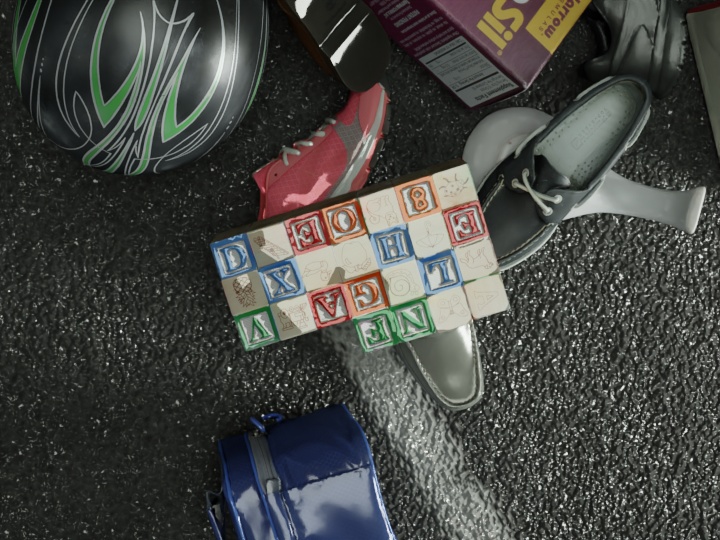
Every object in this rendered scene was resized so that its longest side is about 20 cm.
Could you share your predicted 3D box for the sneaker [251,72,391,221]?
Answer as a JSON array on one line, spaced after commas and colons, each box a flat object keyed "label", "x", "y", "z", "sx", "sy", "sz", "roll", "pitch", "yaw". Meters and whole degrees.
[{"label": "sneaker", "x": -0.039, "y": -0.079, "z": 0.919, "sx": 0.087, "sy": 0.074, "sz": 0.200, "roll": 23, "pitch": 91, "yaw": -9}]

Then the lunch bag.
[{"label": "lunch bag", "x": -0.046, "y": 0.205, "z": 0.910, "sx": 0.132, "sy": 0.136, "sz": 0.200, "roll": -18, "pitch": 97, "yaw": -7}]

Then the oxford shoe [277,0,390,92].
[{"label": "oxford shoe", "x": -0.044, "y": -0.214, "z": 0.839, "sx": 0.071, "sy": 0.071, "sz": 0.200, "roll": -44, "pitch": 142, "yaw": -16}]

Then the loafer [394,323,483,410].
[{"label": "loafer", "x": 0.052, "y": 0.025, "z": 0.944, "sx": 0.070, "sy": 0.070, "sz": 0.200, "roll": -25, "pitch": 98, "yaw": -6}]

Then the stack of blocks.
[{"label": "stack of blocks", "x": 0.000, "y": 0.000, "z": 0.873, "sx": 0.200, "sy": 0.059, "sz": 0.115, "roll": -17, "pitch": 100, "yaw": 2}]

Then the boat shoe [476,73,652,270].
[{"label": "boat shoe", "x": 0.151, "y": -0.080, "z": 0.911, "sx": 0.076, "sy": 0.060, "sz": 0.200, "roll": 38, "pitch": 92, "yaw": 2}]

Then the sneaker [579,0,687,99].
[{"label": "sneaker", "x": 0.225, "y": -0.245, "z": 0.950, "sx": 0.091, "sy": 0.076, "sz": 0.200, "roll": 4, "pitch": 90, "yaw": 1}]

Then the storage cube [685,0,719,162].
[{"label": "storage cube", "x": 0.397, "y": -0.157, "z": 0.931, "sx": 0.180, "sy": 0.171, "sz": 0.200, "roll": -15, "pitch": 97, "yaw": -7}]

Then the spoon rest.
[{"label": "spoon rest", "x": 0.183, "y": -0.074, "z": 0.970, "sx": 0.200, "sy": 0.061, "sz": 0.099, "roll": 16, "pitch": 91, "yaw": 3}]

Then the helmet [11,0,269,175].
[{"label": "helmet", "x": -0.160, "y": -0.166, "z": 0.837, "sx": 0.200, "sy": 0.200, "sz": 0.191, "roll": 13, "pitch": 82, "yaw": -10}]

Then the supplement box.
[{"label": "supplement box", "x": 0.071, "y": -0.242, "z": 0.892, "sx": 0.200, "sy": 0.103, "sz": 0.131, "roll": 39, "pitch": 77, "yaw": -14}]
